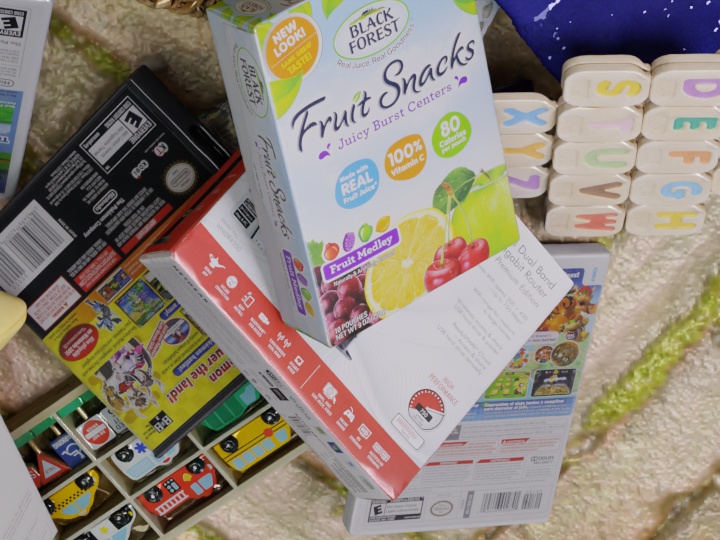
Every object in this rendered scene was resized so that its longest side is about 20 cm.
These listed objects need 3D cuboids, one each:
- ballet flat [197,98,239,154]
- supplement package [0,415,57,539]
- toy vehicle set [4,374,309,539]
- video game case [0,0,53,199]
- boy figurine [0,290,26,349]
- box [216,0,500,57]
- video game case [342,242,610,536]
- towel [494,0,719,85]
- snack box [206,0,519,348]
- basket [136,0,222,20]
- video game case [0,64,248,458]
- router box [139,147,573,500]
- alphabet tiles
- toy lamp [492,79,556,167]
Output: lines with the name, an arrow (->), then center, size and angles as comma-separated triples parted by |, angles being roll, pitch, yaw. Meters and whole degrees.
ballet flat -> -0.060, -0.008, 1.691 | 0.072, 0.072, 0.201 | -22, 107, 15
supplement package -> -0.282, 0.146, 1.700 | 0.117, 0.117, 0.200 | 20, 154, 19
toy vehicle set -> -0.139, 0.111, 1.783 | 0.199, 0.027, 0.124 | -34, 109, 20
video game case -> -0.291, -0.118, 1.627 | 0.199, 0.022, 0.183 | 7, 140, -11
boy figurine -> -0.304, 0.030, 1.716 | 0.199, 0.064, 0.125 | 10, 122, 16
box -> 0.018, -0.183, 1.610 | 0.136, 0.039, 0.201 | 25, 117, -9
video game case -> 0.072, 0.075, 1.720 | 0.142, 0.018, 0.201 | -2, 120, -22
towel -> 0.136, -0.191, 1.556 | 0.148, 0.050, 0.200 | -42, 119, 4
snack box -> 0.005, -0.077, 1.503 | 0.142, 0.053, 0.201 | -29, 124, -27
basket -> -0.101, -0.243, 1.480 | 0.148, 0.143, 0.201 | 15, 98, -28
video game case -> -0.127, -0.001, 1.675 | 0.181, 0.026, 0.200 | 45, 127, -5
router box -> 0.000, 0.000, 1.593 | 0.200, 0.049, 0.180 | 48, 68, -17
alphabet tiles -> 0.160, -0.070, 1.598 | 0.194, 0.015, 0.200 | -1, 154, -1
toy lamp -> 0.155, -0.088, 1.639 | 0.198, 0.058, 0.059 | -1, 117, 4
